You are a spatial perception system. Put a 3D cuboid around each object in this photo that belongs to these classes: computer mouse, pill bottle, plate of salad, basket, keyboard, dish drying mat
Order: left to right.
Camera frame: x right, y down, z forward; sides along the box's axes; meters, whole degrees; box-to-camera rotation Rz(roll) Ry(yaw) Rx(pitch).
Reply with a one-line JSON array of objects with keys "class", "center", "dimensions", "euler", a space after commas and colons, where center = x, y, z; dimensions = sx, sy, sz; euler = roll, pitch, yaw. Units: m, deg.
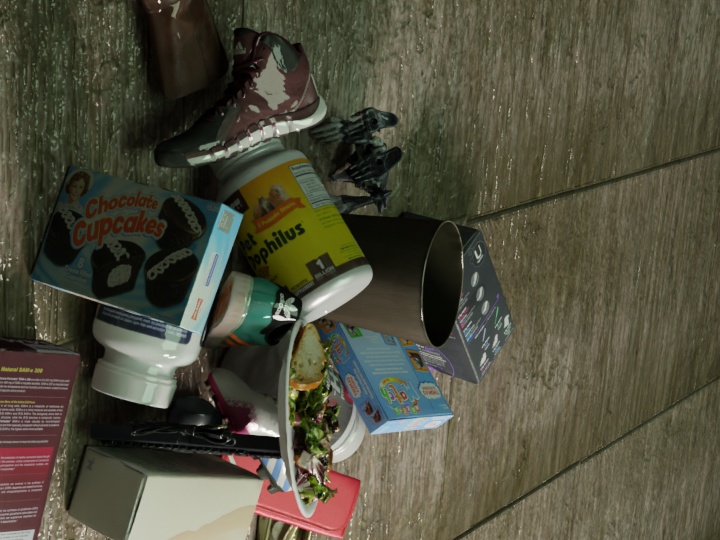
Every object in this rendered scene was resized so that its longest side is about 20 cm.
[{"class": "pill bottle", "center": [-0.203, 0.030, 1.435], "dimensions": [0.111, 0.111, 0.201], "euler": [18, 88, -56]}, {"class": "keyboard", "center": [-0.174, 0.171, 1.437], "dimensions": [0.127, 0.199, 0.021], "euler": [60, 34, -68]}, {"class": "computer mouse", "center": [-0.176, 0.159, 1.509], "dimensions": [0.200, 0.058, 0.034], "euler": [127, -30, -74]}, {"class": "dish drying mat", "center": [-0.089, 0.258, 1.699], "dimensions": [0.199, 0.018, 0.077], "euler": [23, 79, -30]}, {"class": "pill bottle", "center": [-0.079, -0.050, 1.513], "dimensions": [0.109, 0.109, 0.201], "euler": [-20, 76, -51]}, {"class": "pill bottle", "center": [-0.072, 0.152, 1.674], "dimensions": [0.111, 0.110, 0.200], "euler": [-64, 145, -16]}, {"class": "plate of salad", "center": [-0.047, 0.149, 1.458], "dimensions": [0.200, 0.048, 0.201], "euler": [-3, 90, -82]}, {"class": "basket", "center": [0.000, 0.000, 1.619], "dimensions": [0.180, 0.199, 0.137], "euler": [61, 42, -63]}]

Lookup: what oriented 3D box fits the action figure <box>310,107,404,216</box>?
[{"class": "action figure", "center": [-0.007, -0.127, 1.670], "dimensions": [0.200, 0.102, 0.119], "euler": [125, -45, -78]}]

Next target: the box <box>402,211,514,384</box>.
[{"class": "box", "center": [0.108, 0.036, 1.880], "dimensions": [0.106, 0.122, 0.200], "euler": [-54, 141, -28]}]

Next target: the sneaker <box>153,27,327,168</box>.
[{"class": "sneaker", "center": [-0.131, -0.179, 1.435], "dimensions": [0.199, 0.076, 0.116], "euler": [-25, 111, -34]}]

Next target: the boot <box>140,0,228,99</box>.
[{"class": "boot", "center": [-0.203, -0.236, 1.384], "dimensions": [0.186, 0.064, 0.201], "euler": [-40, 138, -38]}]

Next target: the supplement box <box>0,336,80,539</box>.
[{"class": "supplement box", "center": [-0.338, 0.164, 1.335], "dimensions": [0.109, 0.061, 0.201], "euler": [11, 94, -57]}]

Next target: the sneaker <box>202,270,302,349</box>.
[{"class": "sneaker", "center": [-0.111, 0.050, 1.457], "dimensions": [0.200, 0.080, 0.072], "euler": [150, -45, -74]}]

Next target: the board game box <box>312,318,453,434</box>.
[{"class": "board game box", "center": [0.019, 0.100, 1.735], "dimensions": [0.037, 0.201, 0.151], "euler": [-39, 157, 26]}]

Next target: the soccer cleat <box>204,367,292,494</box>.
[{"class": "soccer cleat", "center": [-0.096, 0.159, 1.539], "dimensions": [0.086, 0.070, 0.200], "euler": [-29, 133, -2]}]

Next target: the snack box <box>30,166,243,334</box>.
[{"class": "snack box", "center": [-0.209, -0.021, 1.325], "dimensions": [0.037, 0.199, 0.117], "euler": [27, 79, -54]}]

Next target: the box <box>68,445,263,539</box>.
[{"class": "box", "center": [-0.205, 0.240, 1.531], "dimensions": [0.200, 0.095, 0.078], "euler": [15, 93, -55]}]

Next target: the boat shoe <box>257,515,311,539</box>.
[{"class": "boat shoe", "center": [-0.091, 0.363, 1.770], "dimensions": [0.073, 0.063, 0.202], "euler": [-4, 105, -55]}]
